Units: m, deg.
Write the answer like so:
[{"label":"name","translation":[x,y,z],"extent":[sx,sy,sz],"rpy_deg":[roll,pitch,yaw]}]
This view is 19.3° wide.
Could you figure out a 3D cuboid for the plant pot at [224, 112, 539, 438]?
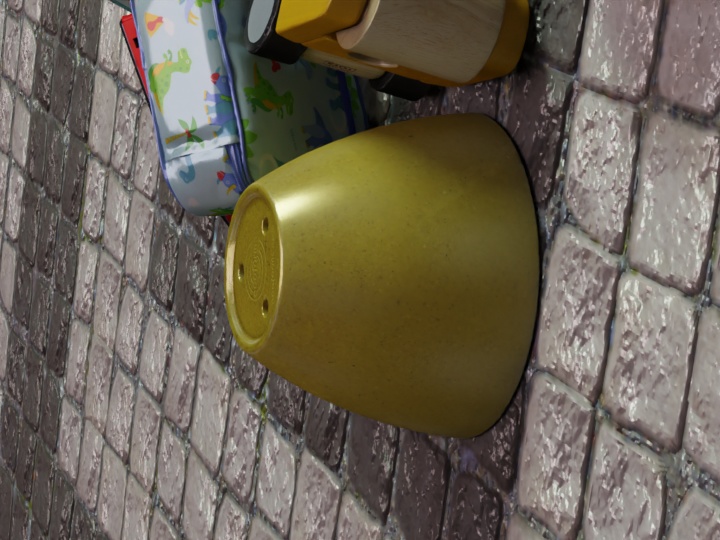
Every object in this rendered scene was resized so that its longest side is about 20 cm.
[{"label":"plant pot","translation":[0.000,0.000,1.279],"extent":[0.200,0.142,0.201],"rpy_deg":[-177,90,-67]}]

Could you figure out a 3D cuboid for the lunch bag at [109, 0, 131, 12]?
[{"label":"lunch bag","translation":[-0.186,-0.298,1.741],"extent":[0.077,0.160,0.200],"rpy_deg":[-39,46,27]}]

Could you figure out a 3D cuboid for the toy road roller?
[{"label":"toy road roller","translation":[0.019,-0.191,1.287],"extent":[0.200,0.123,0.146],"rpy_deg":[-175,98,-68]}]

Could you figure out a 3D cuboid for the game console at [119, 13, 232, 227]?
[{"label":"game console","translation":[-0.114,-0.092,1.567],"extent":[0.177,0.031,0.200],"rpy_deg":[60,-176,-36]}]

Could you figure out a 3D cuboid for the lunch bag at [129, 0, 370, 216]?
[{"label":"lunch bag","translation":[-0.069,-0.141,1.409],"extent":[0.082,0.161,0.201],"rpy_deg":[-12,88,34]}]
